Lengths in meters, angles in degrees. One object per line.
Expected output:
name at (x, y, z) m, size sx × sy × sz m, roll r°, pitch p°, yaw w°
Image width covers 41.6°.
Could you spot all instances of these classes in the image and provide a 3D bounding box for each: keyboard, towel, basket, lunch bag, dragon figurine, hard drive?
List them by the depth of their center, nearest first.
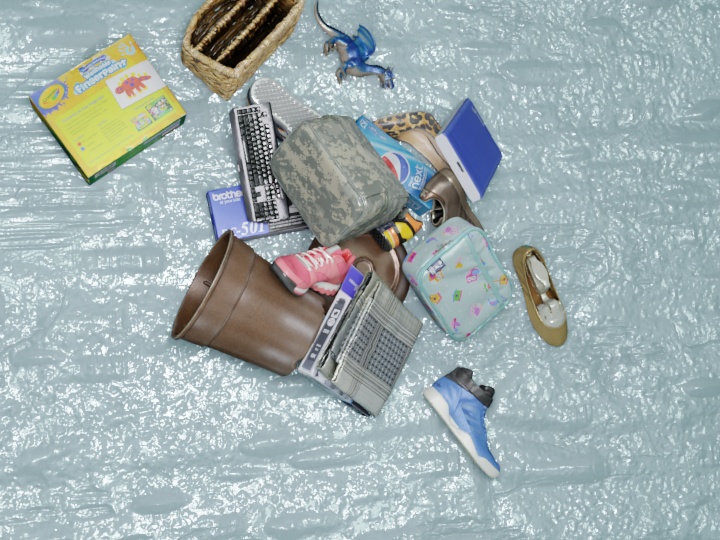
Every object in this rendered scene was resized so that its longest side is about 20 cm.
lunch bag at (-0.023, -0.153, 1.561) m, size 0.167 × 0.139 × 0.200 m, roll -25°, pitch 76°, yaw -47°
towel at (0.024, 0.126, 1.579) m, size 0.200 × 0.034 × 0.193 m, roll 45°, pitch 69°, yaw -47°
keyboard at (-0.147, -0.185, 1.617) m, size 0.126 × 0.021 × 0.201 m, roll -12°, pitch 98°, yaw -16°
basket at (-0.212, -0.420, 1.630) m, size 0.143 × 0.149 × 0.200 m, roll 42°, pitch 76°, yaw -6°
lunch bag at (0.175, 0.012, 1.664) m, size 0.160 × 0.077 × 0.200 m, roll -38°, pitch 126°, yaw -6°
hard drive at (0.197, -0.219, 1.693) m, size 0.132 × 0.025 × 0.200 m, roll 57°, pitch 30°, yaw -14°
dragon figurine at (-0.011, -0.406, 1.725) m, size 0.099 × 0.059 × 0.201 m, roll -28°, pitch 91°, yaw -16°

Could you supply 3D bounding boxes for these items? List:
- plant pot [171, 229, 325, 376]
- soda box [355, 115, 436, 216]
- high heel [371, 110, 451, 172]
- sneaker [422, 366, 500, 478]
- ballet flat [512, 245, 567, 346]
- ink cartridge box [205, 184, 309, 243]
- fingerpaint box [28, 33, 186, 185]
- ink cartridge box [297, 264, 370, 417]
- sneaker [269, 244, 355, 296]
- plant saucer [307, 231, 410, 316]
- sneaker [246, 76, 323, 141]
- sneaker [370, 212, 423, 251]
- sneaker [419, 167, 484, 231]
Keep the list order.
plant pot at (-0.177, 0.066, 1.563) m, size 0.198 × 0.200 × 0.201 m, roll 28°, pitch 77°, yaw -16°
soda box at (0.056, -0.188, 1.710) m, size 0.200 × 0.068 × 0.064 m, roll 37°, pitch 76°, yaw -8°
high heel at (0.116, -0.213, 1.724) m, size 0.199 × 0.071 × 0.144 m, roll 1°, pitch 77°, yaw -23°
sneaker at (0.212, 0.264, 1.689) m, size 0.111 × 0.077 × 0.200 m, roll -37°, pitch 87°, yaw -6°
ballet flat at (0.337, 0.048, 1.755) m, size 0.068 × 0.063 × 0.201 m, roll -25°, pitch 90°, yaw -15°
ink cartridge box at (-0.162, -0.107, 1.657) m, size 0.199 × 0.044 × 0.095 m, roll -12°, pitch 85°, yaw -15°
fingerpaint box at (-0.423, -0.270, 1.596) m, size 0.200 × 0.073 × 0.167 m, roll -38°, pitch 94°, yaw -16°
ink cartridge box at (0.001, 0.124, 1.613) m, size 0.198 × 0.043 × 0.201 m, roll 42°, pitch 70°, yaw -48°
sneaker at (-0.075, -0.013, 1.539) m, size 0.087 × 0.200 × 0.074 m, roll -48°, pitch 70°, yaw 17°
plant saucer at (0.000, 0.000, 1.690) m, size 0.199 × 0.037 × 0.202 m, roll 2°, pitch 82°, yaw -15°
sneaker at (-0.117, -0.259, 1.672) m, size 0.200 × 0.079 × 0.079 m, roll 44°, pitch 77°, yaw -13°
sneaker at (0.034, -0.131, 1.679) m, size 0.090 × 0.070 × 0.201 m, roll -27°, pitch 69°, yaw -12°
sneaker at (0.161, -0.094, 1.694) m, size 0.075 × 0.070 × 0.200 m, roll -37°, pitch 129°, yaw -8°
